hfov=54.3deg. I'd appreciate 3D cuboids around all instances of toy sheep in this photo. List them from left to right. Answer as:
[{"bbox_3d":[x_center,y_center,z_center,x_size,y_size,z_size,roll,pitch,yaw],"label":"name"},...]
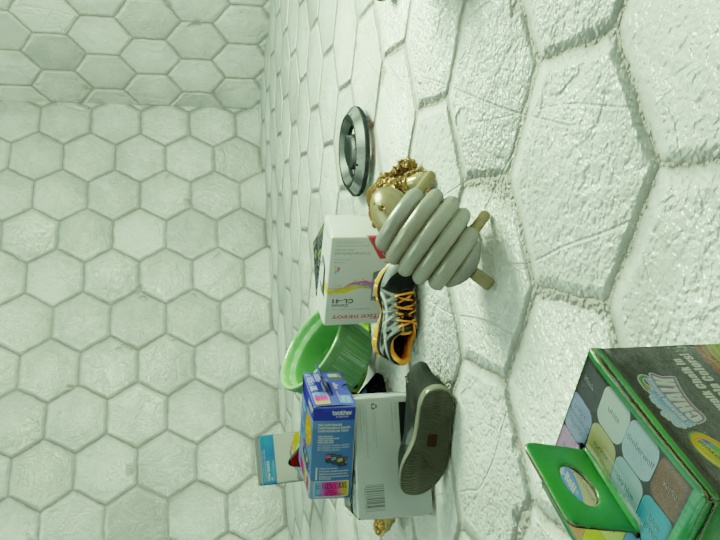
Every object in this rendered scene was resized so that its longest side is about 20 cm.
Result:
[{"bbox_3d":[0.096,-0.043,0.930,0.138,0.200,0.138,-54,-9,-12],"label":"toy sheep"}]

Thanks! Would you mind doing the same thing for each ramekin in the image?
[{"bbox_3d":[-0.066,0.176,1.440,0.200,0.098,0.201,-43,26,26],"label":"ramekin"}]

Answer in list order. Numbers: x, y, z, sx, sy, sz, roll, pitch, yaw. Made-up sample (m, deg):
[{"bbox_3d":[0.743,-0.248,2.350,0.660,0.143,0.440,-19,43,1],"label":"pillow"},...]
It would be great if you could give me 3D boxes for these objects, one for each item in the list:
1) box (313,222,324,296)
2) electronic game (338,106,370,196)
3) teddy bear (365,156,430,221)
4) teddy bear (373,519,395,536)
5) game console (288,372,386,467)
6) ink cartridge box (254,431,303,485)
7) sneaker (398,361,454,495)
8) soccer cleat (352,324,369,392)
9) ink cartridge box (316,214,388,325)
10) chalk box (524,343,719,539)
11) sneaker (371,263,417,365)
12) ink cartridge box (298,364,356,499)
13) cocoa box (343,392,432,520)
[{"bbox_3d":[-0.090,-0.028,1.908,0.200,0.049,0.162,130,135,-70],"label":"box"},{"bbox_3d":[-0.012,-0.267,1.580,0.200,0.041,0.201,178,90,-75],"label":"electronic game"},{"bbox_3d":[0.077,-0.123,1.217,0.200,0.066,0.146,148,111,-67],"label":"teddy bear"},{"bbox_3d":[0.028,0.419,1.386,0.145,0.066,0.201,113,153,-54],"label":"teddy bear"},{"bbox_3d":[-0.047,0.294,1.412,0.200,0.118,0.173,-52,18,16],"label":"game console"},{"bbox_3d":[-0.212,0.571,2.143,0.147,0.199,0.146,127,137,-68],"label":"ink cartridge box"},{"bbox_3d":[0.100,0.253,1.131,0.106,0.074,0.201,-115,36,-69],"label":"sneaker"},{"bbox_3d":[-0.013,0.196,1.548,0.081,0.067,0.201,94,-174,-58],"label":"soccer cleat"},{"bbox_3d":[0.000,0.000,1.337,0.086,0.147,0.201,-110,23,-55],"label":"ink cartridge box"},{"bbox_3d":[0.197,0.129,0.426,0.125,0.199,0.124,-112,25,-55],"label":"chalk box"},{"bbox_3d":[0.070,0.075,1.232,0.077,0.078,0.201,41,136,54],"label":"sneaker"},{"bbox_3d":[-0.058,0.262,1.192,0.136,0.076,0.201,-131,45,-70],"label":"ink cartridge box"},{"bbox_3d":[0.041,0.315,1.222,0.131,0.132,0.201,148,121,-75],"label":"cocoa box"}]
